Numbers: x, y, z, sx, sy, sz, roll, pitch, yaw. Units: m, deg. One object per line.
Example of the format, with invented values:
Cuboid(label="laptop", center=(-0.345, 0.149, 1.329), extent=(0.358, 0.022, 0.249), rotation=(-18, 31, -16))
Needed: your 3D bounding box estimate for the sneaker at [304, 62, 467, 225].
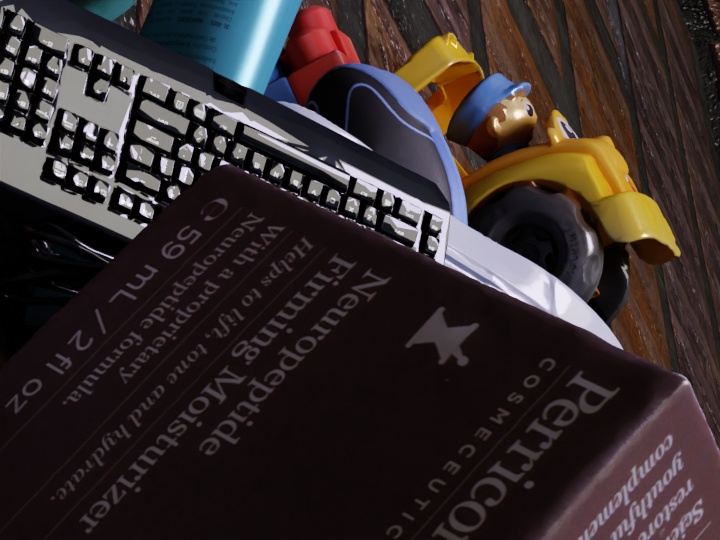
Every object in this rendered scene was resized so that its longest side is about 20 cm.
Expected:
Cuboid(label="sneaker", center=(0.000, 0.000, 1.010), extent=(0.078, 0.070, 0.201), rotation=(22, 52, -54))

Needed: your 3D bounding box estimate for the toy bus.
Cuboid(label="toy bus", center=(0.023, -0.041, 1.131), extent=(0.136, 0.200, 0.192), rotation=(25, 43, -75))

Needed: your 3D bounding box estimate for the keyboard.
Cuboid(label="keyboard", center=(-0.049, -0.020, 0.826), extent=(0.200, 0.040, 0.104), rotation=(23, 69, -29))

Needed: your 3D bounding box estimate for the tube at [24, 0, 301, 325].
Cuboid(label="tube", center=(-0.060, -0.069, 0.889), extent=(0.050, 0.077, 0.200), rotation=(34, 68, -34))

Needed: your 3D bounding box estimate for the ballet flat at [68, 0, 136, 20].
Cuboid(label="ballet flat", center=(-0.107, -0.129, 0.894), extent=(0.069, 0.068, 0.200), rotation=(61, -15, -2))

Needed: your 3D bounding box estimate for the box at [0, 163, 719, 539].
Cuboid(label="box", center=(-0.003, 0.102, 0.734), extent=(0.200, 0.166, 0.164), rotation=(25, -27, 42))

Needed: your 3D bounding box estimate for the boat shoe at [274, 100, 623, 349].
Cuboid(label="boat shoe", center=(0.019, 0.012, 0.940), extent=(0.200, 0.072, 0.062), rotation=(34, 72, -25))
